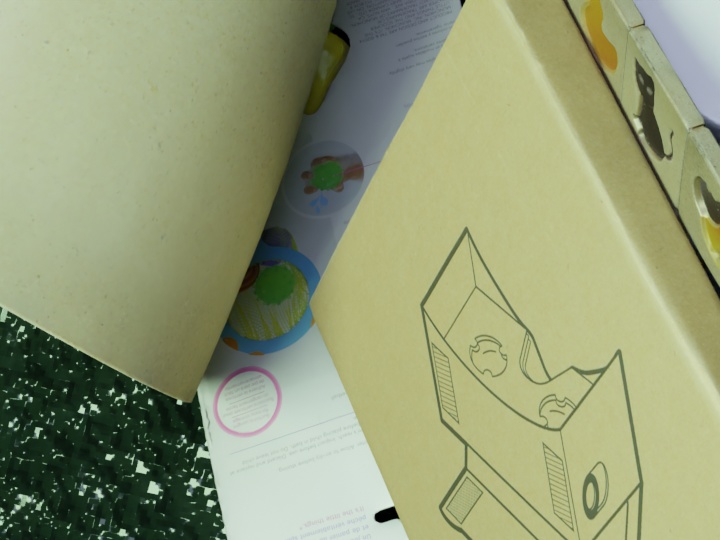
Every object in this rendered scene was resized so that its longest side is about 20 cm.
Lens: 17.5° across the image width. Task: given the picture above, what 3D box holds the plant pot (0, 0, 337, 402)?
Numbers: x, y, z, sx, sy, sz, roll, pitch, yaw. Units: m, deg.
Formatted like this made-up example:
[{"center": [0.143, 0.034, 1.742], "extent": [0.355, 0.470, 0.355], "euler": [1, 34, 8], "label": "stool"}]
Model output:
[{"center": [-0.081, -0.094, 0.704], "extent": [0.187, 0.187, 0.201], "euler": [29, 87, 18], "label": "plant pot"}]

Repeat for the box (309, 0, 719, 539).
[{"center": [0.052, 0.045, 0.621], "extent": [0.021, 0.164, 0.201], "euler": [-9, 60, -27], "label": "box"}]

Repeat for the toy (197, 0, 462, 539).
[{"center": [0.000, 0.000, 0.768], "extent": [0.115, 0.047, 0.201], "euler": [-18, 66, 9], "label": "toy"}]

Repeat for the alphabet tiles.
[{"center": [0.069, -0.013, 0.633], "extent": [0.008, 0.168, 0.201], "euler": [-18, 57, -10], "label": "alphabet tiles"}]

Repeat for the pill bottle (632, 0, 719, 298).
[{"center": [0.124, -0.042, 0.674], "extent": [0.111, 0.200, 0.113], "euler": [-3, 73, 10], "label": "pill bottle"}]
